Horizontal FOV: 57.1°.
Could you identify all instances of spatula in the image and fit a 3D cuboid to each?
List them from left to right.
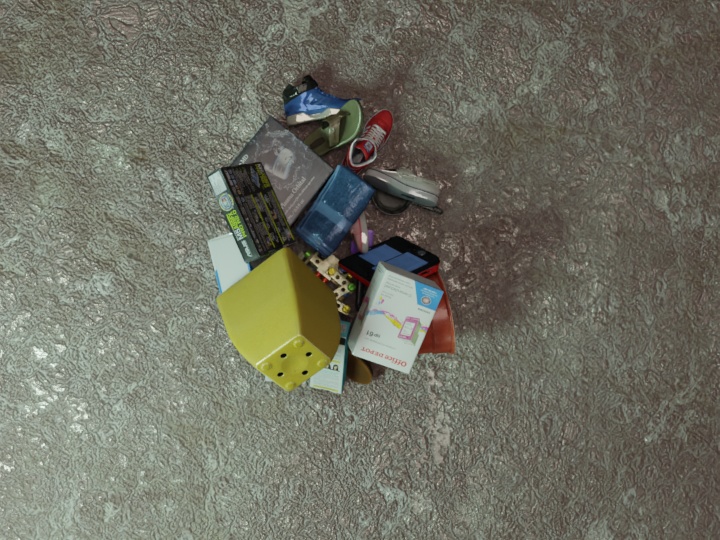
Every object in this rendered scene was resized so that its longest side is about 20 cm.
[{"bbox_3d":[0.000,0.000,1.649,0.055,0.021,0.205,3,87,-11],"label":"spatula"}]

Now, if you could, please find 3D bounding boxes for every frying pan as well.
[{"bbox_3d":[0.116,-0.199,1.675,0.186,0.031,0.118,-2,87,-14],"label":"frying pan"}]

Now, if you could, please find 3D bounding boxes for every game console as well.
[{"bbox_3d":[0.071,-0.018,1.569,0.198,0.176,0.032,-23,131,-32],"label":"game console"}]

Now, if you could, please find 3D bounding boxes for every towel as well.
[{"bbox_3d":[-0.059,-0.140,1.553,0.111,0.048,0.201,37,94,14],"label":"towel"}]

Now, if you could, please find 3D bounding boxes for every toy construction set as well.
[{"bbox_3d":[-0.090,0.021,1.599,0.200,0.092,0.132,43,75,-17],"label":"toy construction set"}]

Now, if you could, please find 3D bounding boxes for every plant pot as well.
[{"bbox_3d":[-0.153,0.120,1.346,0.194,0.202,0.194,-34,132,12],"label":"plant pot"},{"bbox_3d":[0.109,0.120,1.585,0.191,0.201,0.205,-12,89,-2],"label":"plant pot"}]

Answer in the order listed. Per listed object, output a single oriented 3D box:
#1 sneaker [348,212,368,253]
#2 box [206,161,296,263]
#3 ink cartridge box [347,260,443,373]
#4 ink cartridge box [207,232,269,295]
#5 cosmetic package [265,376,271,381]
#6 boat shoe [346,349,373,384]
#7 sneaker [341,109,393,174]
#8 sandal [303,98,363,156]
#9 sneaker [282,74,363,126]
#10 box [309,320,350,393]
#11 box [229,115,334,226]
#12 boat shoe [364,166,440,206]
[{"bbox_3d":[-0.039,-0.130,1.611,0.102,0.076,0.204,-10,72,-3],"label":"sneaker"},{"bbox_3d":[-0.231,-0.129,1.433,0.044,0.160,0.203,-23,93,27],"label":"box"},{"bbox_3d":[0.073,0.104,1.441,0.142,0.085,0.203,19,101,-15],"label":"ink cartridge box"},{"bbox_3d":[-0.262,-0.005,1.506,0.084,0.200,0.149,-14,89,4],"label":"ink cartridge box"},{"bbox_3d":[-0.164,0.158,1.541,0.099,0.072,0.203,6,116,-10],"label":"cosmetic package"},{"bbox_3d":[-0.036,0.191,1.602,0.070,0.071,0.200,-27,117,31],"label":"boat shoe"},{"bbox_3d":[0.026,-0.320,1.625,0.071,0.112,0.202,34,82,-7],"label":"sneaker"},{"bbox_3d":[-0.069,-0.331,1.582,0.200,0.057,0.081,-33,76,31],"label":"sandal"},{"bbox_3d":[-0.094,-0.429,1.627,0.196,0.077,0.113,-13,98,-4],"label":"sneaker"},{"bbox_3d":[-0.072,0.198,1.538,0.081,0.202,0.050,12,42,6],"label":"box"},{"bbox_3d":[-0.199,-0.218,1.578,0.199,0.117,0.198,38,81,-5],"label":"box"},{"bbox_3d":[0.106,-0.221,1.629,0.196,0.072,0.067,18,78,-10],"label":"boat shoe"}]
